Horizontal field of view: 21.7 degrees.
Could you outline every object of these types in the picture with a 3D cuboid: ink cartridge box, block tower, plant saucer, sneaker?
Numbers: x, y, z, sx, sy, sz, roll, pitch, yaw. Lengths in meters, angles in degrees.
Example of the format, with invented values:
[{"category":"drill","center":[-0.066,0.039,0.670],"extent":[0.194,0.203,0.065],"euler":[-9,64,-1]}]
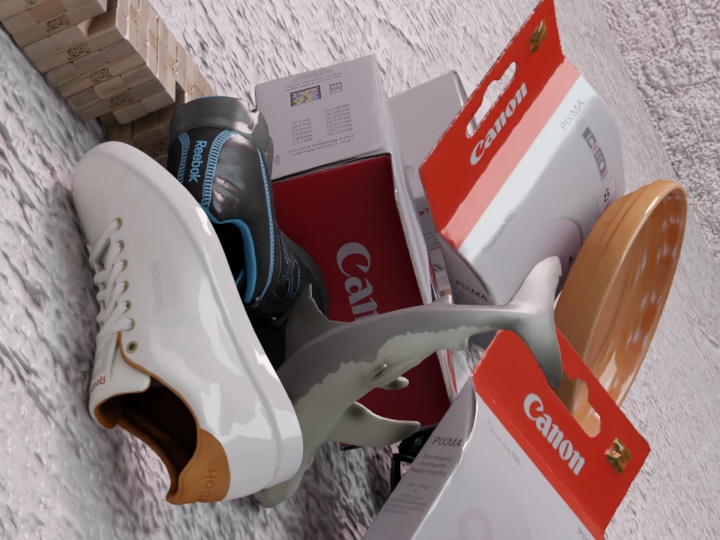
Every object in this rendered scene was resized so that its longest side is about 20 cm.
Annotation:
[{"category":"ink cartridge box","center":[0.050,-0.056,1.367],"extent":[0.200,0.145,0.085],"euler":[33,38,-64]},{"category":"block tower","center":[-0.123,-0.101,1.036],"extent":[0.200,0.057,0.054],"euler":[55,23,-43]},{"category":"ink cartridge box","center":[0.102,0.139,1.119],"extent":[0.200,0.057,0.163],"euler":[-52,121,-20]},{"category":"plant saucer","center":[0.173,0.029,1.310],"extent":[0.200,0.037,0.201],"euler":[-53,156,-37]},{"category":"sneaker","center":[-0.070,0.001,1.042],"extent":[0.201,0.073,0.082],"euler":[70,21,-44]},{"category":"ink cartridge box","center":[0.000,0.000,1.156],"extent":[0.176,0.083,0.201],"euler":[-97,172,-59]},{"category":"sneaker","center":[-0.107,0.023,0.926],"extent":[0.084,0.073,0.201],"euler":[-16,65,-36]},{"category":"ink cartridge box","center":[0.112,-0.057,1.237],"extent":[0.163,0.057,0.200],"euler":[-54,157,-22]}]

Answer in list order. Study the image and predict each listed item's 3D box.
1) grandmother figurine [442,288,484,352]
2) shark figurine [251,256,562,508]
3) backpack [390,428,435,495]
[{"category":"grandmother figurine","center":[0.089,0.012,1.560],"extent":[0.200,0.060,0.122],"euler":[47,25,-50]},{"category":"shark figurine","center":[0.003,0.038,1.014],"extent":[0.128,0.213,0.090],"euler":[47,17,-49]},{"category":"backpack","center":[0.098,0.200,1.257],"extent":[0.201,0.126,0.167],"euler":[-92,157,-45]}]
